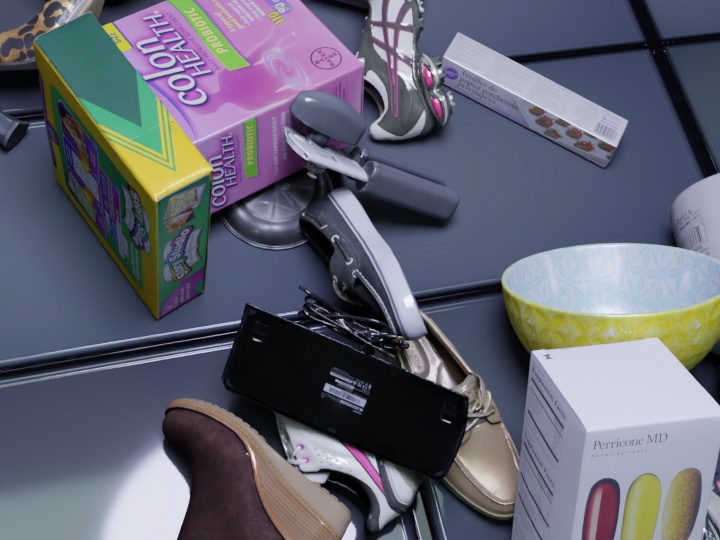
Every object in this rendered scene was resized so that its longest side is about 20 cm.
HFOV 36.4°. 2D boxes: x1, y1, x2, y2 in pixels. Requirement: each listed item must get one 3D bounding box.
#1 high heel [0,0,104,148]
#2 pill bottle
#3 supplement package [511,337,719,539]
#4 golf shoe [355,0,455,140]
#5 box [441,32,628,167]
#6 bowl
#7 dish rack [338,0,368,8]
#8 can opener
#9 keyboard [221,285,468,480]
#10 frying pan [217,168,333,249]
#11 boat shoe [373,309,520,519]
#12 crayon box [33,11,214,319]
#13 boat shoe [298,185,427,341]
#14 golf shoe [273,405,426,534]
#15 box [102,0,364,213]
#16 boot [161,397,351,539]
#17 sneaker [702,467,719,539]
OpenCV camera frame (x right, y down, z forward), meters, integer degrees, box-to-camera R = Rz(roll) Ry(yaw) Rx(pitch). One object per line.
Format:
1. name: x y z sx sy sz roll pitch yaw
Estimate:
1. high heel: -0.328 -0.233 1.006 0.142 0.071 0.201 34 91 3
2. pill bottle: 0.358 0.020 1.004 0.112 0.115 0.203 0 64 -10
3. supplement package: 0.188 0.169 0.836 0.112 0.203 0.110 -5 27 -12
4. golf shoe: 0.025 -0.227 1.072 0.087 0.077 0.203 -18 87 0
5. box: 0.173 -0.173 1.113 0.198 0.039 0.042 28 60 5
6. bowl: 0.222 0.055 0.954 0.197 0.200 0.110 -10 108 -14
7. dish rack: -0.004 -0.360 1.175 0.169 0.044 0.203 14 62 -2
8. can opener: 0.015 -0.096 0.982 0.198 0.067 0.053 21 24 -40
9. keyboard: -0.005 0.081 0.871 0.197 0.040 0.105 23 106 3
10. frying pan: -0.052 -0.095 1.042 0.189 0.031 0.115 -35 75 -21
11. boat shoe: 0.080 0.118 0.933 0.071 0.065 0.201 -26 70 -21
12. crayon box: -0.194 -0.080 0.909 0.058 0.201 0.173 -33 73 -24
13. boat shoe: 0.000 0.000 0.937 0.056 0.069 0.201 -27 39 -3
14. golf shoe: -0.036 0.128 0.903 0.199 0.073 0.092 37 64 9
15. box: -0.125 -0.166 1.005 0.198 0.097 0.176 -28 58 -21
16. boot: -0.123 0.201 0.834 0.198 0.073 0.167 29 63 29
17. sneaker: 0.271 0.206 0.921 0.073 0.081 0.202 -15 58 -1
